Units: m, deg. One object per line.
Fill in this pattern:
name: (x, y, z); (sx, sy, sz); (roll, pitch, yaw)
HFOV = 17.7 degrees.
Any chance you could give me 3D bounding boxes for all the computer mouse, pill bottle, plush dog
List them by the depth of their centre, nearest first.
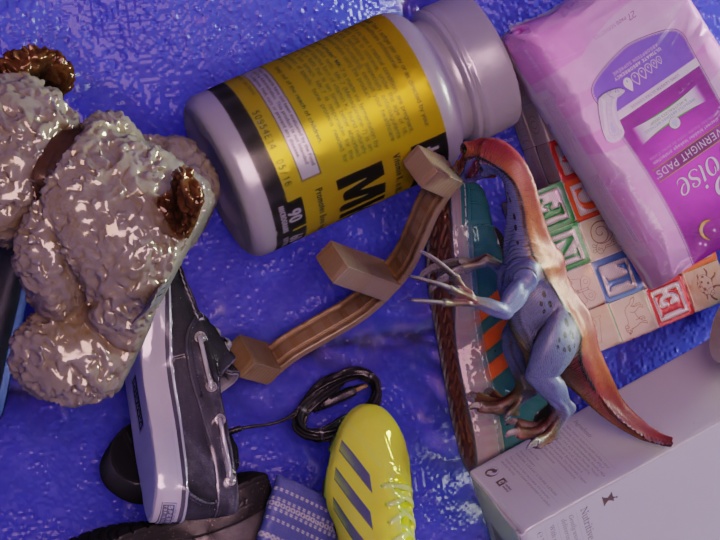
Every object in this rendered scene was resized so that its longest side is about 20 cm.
plush dog: (-0.182, -0.045, 1.376); (0.171, 0.161, 0.201); (27, 62, -1)
pill bottle: (-0.004, -0.099, 1.499); (0.199, 0.114, 0.115); (-25, 93, -12)
computer mouse: (-0.077, 0.109, 1.519); (0.199, 0.034, 0.059); (-15, 56, -17)

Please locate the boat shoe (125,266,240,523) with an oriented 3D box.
boat shoe: (-0.112, 0.062, 1.474); (0.067, 0.072, 0.201); (-1, 65, -18)

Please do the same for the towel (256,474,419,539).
towel: (-0.029, 0.251, 1.490); (0.144, 0.024, 0.201); (28, 69, -28)

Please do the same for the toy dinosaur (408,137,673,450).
toy dinosaur: (0.107, 0.009, 1.449); (0.199, 0.105, 0.183); (4, 109, -19)

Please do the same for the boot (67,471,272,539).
boot: (-0.125, 0.223, 1.484); (0.199, 0.070, 0.132); (-20, 96, -11)

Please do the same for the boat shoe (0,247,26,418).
boat shoe: (-0.242, -0.001, 1.459); (0.068, 0.084, 0.201); (11, 83, -9)

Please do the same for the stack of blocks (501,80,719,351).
stack of blocks: (0.158, -0.053, 1.563); (0.115, 0.059, 0.201); (-20, 92, -13)

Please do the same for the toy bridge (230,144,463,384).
toy bridge: (0.000, 0.000, 1.498); (0.200, 0.067, 0.027); (-46, 56, 18)

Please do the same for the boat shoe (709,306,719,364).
boat shoe: (0.290, 0.015, 1.543); (0.063, 0.073, 0.202); (55, 39, -15)

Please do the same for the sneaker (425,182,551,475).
sneaker: (0.095, 0.034, 1.543); (0.079, 0.071, 0.201); (-10, 98, -14)

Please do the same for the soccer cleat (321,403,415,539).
soccer cleat: (0.018, 0.184, 1.466); (0.064, 0.084, 0.201); (6, 79, -32)

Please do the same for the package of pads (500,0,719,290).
package of pads: (0.188, -0.100, 1.503); (0.120, 0.076, 0.201); (-33, 95, -9)

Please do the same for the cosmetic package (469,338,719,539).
cosmetic package: (0.184, 0.145, 1.530); (0.199, 0.081, 0.113); (-28, 126, -10)
